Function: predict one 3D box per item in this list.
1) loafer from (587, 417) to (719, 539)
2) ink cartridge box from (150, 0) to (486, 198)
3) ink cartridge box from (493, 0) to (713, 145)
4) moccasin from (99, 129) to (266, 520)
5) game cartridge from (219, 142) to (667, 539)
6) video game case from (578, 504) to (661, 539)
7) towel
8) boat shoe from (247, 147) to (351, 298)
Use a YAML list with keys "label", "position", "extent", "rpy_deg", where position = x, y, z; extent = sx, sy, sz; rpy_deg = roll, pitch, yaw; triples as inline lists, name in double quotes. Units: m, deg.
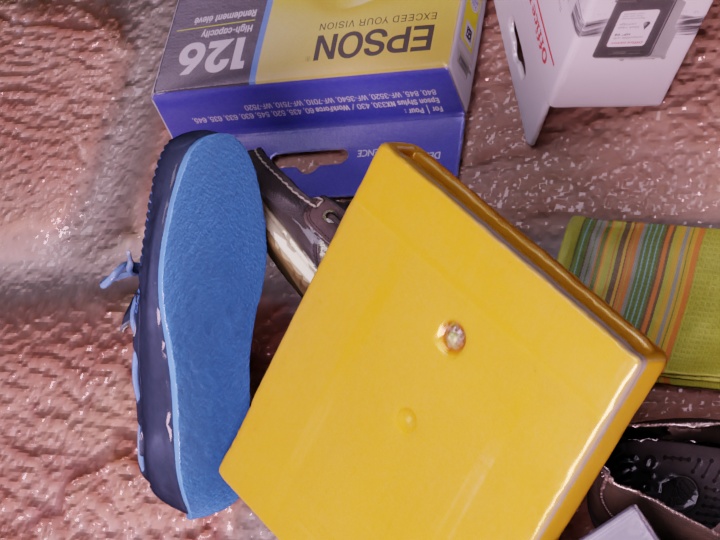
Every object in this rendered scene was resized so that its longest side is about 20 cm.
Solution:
- label: "loafer"
  position: [0.185, 0.100, 0.787]
  extent: [0.199, 0.071, 0.073]
  rpy_deg: [-2, 62, 27]
- label: "ink cartridge box"
  position: [-0.024, -0.138, 1.058]
  extent: [0.196, 0.047, 0.201]
  rpy_deg: [-3, 59, 26]
- label: "ink cartridge box"
  position: [0.130, -0.165, 0.930]
  extent: [0.066, 0.200, 0.117]
  rpy_deg: [-2, 60, -13]
- label: "moccasin"
  position: [-0.098, 0.027, 0.932]
  extent: [0.068, 0.080, 0.202]
  rpy_deg: [14, 102, 46]
- label: "game cartridge"
  position: [0.030, 0.070, 0.851]
  extent: [0.176, 0.032, 0.201]
  rpy_deg: [43, 118, 32]
- label: "video game case"
  position: [0.111, 0.221, 0.760]
  extent: [0.142, 0.019, 0.201]
  rpy_deg: [-34, 65, 6]
- label: "towel"
  position: [0.182, 0.017, 0.873]
  extent: [0.199, 0.018, 0.087]
  rpy_deg: [4, 65, 29]
- label: "boat shoe"
  position: [0.000, 0.000, 0.951]
  extent: [0.066, 0.072, 0.201]
  rpy_deg: [-37, 57, -4]
